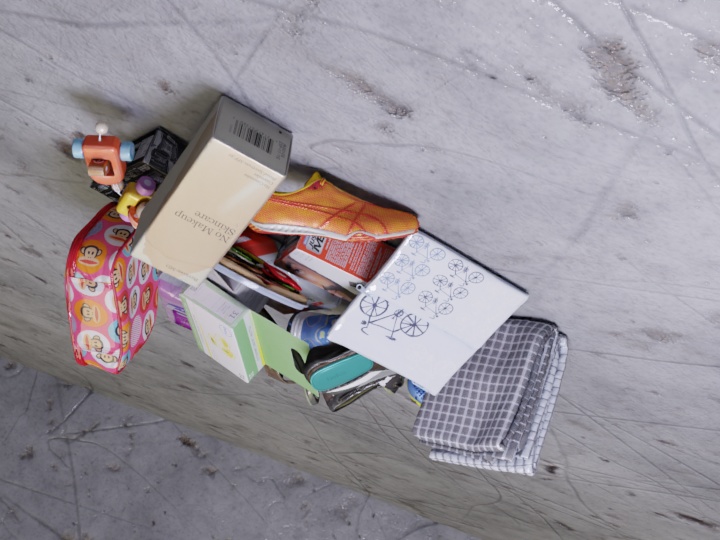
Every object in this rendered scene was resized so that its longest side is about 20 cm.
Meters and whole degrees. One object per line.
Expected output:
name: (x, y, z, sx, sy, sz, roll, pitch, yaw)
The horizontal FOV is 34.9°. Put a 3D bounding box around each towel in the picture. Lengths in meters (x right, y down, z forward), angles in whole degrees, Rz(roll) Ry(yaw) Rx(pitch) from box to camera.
towel: (0.168, 0.157, 1.509, 0.165, 0.201, 0.086, 4, 154, 39)

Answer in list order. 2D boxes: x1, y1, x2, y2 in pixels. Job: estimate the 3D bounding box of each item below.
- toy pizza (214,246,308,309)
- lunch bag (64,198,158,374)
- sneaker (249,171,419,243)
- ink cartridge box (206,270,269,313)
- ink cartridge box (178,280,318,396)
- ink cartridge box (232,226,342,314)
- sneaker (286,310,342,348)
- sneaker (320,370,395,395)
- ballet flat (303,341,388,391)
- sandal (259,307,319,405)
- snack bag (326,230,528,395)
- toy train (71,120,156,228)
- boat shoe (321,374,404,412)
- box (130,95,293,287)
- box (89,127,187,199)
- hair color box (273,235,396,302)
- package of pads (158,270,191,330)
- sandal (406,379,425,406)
toy pizza: (-0.150, -0.009, 1.459, 0.200, 0.032, 0.200, 29, -178, -1)
lunch bag: (-0.313, 0.014, 1.499, 0.081, 0.176, 0.201, 12, 125, 9)
sneaker: (-0.029, -0.071, 1.302, 0.199, 0.078, 0.073, 7, -179, -8)
ink cartridge box: (-0.239, -0.024, 1.618, 0.199, 0.045, 0.176, 29, 165, 26)
ink cartridge box: (-0.154, 0.105, 1.599, 0.200, 0.048, 0.146, 32, 153, 25)
ink cartridge box: (-0.141, -0.001, 1.645, 0.199, 0.050, 0.162, 27, 161, -27)
sneaker: (-0.018, 0.103, 1.686, 0.077, 0.076, 0.199, 8, -178, 41)
sneaker: (0.034, 0.122, 1.580, 0.074, 0.199, 0.080, 60, 176, 43)
ballet flat: (0.020, 0.099, 1.501, 0.199, 0.069, 0.068, -13, 129, 1)
sandal: (-0.124, 0.125, 1.700, 0.201, 0.057, 0.080, 50, 175, 23)
snack bag: (0.078, 0.058, 1.422, 0.188, 0.021, 0.200, 29, 118, -24)
toy train: (-0.234, -0.096, 1.332, 0.199, 0.056, 0.151, 6, 140, 1)
boat shoe: (0.036, 0.155, 1.710, 0.200, 0.066, 0.072, -20, 167, 3)
box: (-0.164, -0.082, 1.253, 0.095, 0.078, 0.200, 26, 129, -19)
box: (-0.238, -0.104, 1.463, 0.157, 0.050, 0.200, 30, 160, -25)
hair color box: (0.000, 0.000, 1.471, 0.199, 0.064, 0.111, 27, 162, -13)
package of pads: (-0.262, 0.045, 1.866, 0.120, 0.076, 0.200, 23, 162, 3)
sandal: (0.171, 0.191, 1.810, 0.199, 0.080, 0.087, 11, 157, 5)
